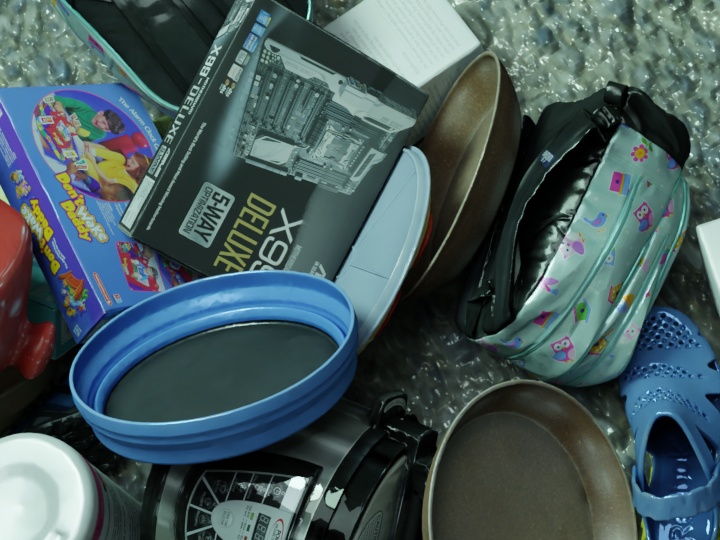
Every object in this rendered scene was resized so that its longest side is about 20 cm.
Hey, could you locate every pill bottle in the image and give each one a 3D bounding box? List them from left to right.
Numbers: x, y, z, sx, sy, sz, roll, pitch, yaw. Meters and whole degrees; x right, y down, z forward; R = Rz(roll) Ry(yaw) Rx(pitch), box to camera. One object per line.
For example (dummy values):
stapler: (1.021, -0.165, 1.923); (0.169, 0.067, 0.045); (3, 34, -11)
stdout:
pill bottle: (-0.204, 0.200, 1.283); (0.112, 0.200, 0.114); (-7, 64, 14)

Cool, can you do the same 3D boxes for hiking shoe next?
hiking shoe: (-0.207, 0.103, 1.414); (0.199, 0.075, 0.087); (-35, 33, 6)

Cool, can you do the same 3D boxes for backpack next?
backpack: (-0.134, -0.213, 1.399); (0.176, 0.153, 0.200); (-42, 83, -7)
backpack: (0.154, -0.020, 1.300); (0.126, 0.167, 0.201); (27, 77, -11)

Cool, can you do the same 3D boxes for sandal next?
sandal: (0.220, 0.113, 1.261); (0.079, 0.087, 0.201); (-12, 62, 13)

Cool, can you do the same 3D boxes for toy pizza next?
toy pizza: (0.000, 0.000, 1.352); (0.200, 0.032, 0.201); (-48, 26, 32)

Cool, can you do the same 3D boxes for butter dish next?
butter dish: (-0.287, 0.031, 1.282); (0.147, 0.200, 0.200); (25, 116, -11)

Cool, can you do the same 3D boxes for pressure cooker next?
pressure cooker: (-0.031, 0.170, 1.260); (0.199, 0.177, 0.179); (20, 54, 22)

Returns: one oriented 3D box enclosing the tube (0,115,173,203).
tube: (-0.226, -0.077, 1.463); (0.199, 0.058, 0.052); (-19, 80, -14)

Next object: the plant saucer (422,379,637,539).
plant saucer: (0.111, 0.176, 1.226); (0.034, 0.199, 0.202); (-16, 56, 49)

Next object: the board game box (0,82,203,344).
board game box: (-0.192, -0.048, 1.368); (0.045, 0.134, 0.201); (-45, 65, 38)

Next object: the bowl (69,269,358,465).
bowl: (-0.097, 0.065, 1.226); (0.199, 0.040, 0.201); (-10, 27, 5)

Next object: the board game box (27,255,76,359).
board game box: (-0.277, -0.010, 1.440); (0.199, 0.047, 0.151); (18, 32, 24)

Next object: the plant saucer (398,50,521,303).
plant saucer: (0.073, -0.064, 1.348); (0.036, 0.200, 0.202); (21, 70, -13)

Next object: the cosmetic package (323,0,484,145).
cosmetic package: (-0.002, -0.141, 1.449); (0.199, 0.071, 0.102); (-33, 60, 0)

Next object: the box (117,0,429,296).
box: (-0.064, -0.081, 1.334); (0.201, 0.157, 0.050); (-61, 23, 0)

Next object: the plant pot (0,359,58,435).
plant pot: (-0.334, 0.088, 1.412); (0.199, 0.093, 0.201); (1, 33, -1)

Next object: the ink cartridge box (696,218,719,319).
ink cartridge box: (0.333, 0.046, 1.257); (0.144, 0.084, 0.201); (-18, 62, 9)
